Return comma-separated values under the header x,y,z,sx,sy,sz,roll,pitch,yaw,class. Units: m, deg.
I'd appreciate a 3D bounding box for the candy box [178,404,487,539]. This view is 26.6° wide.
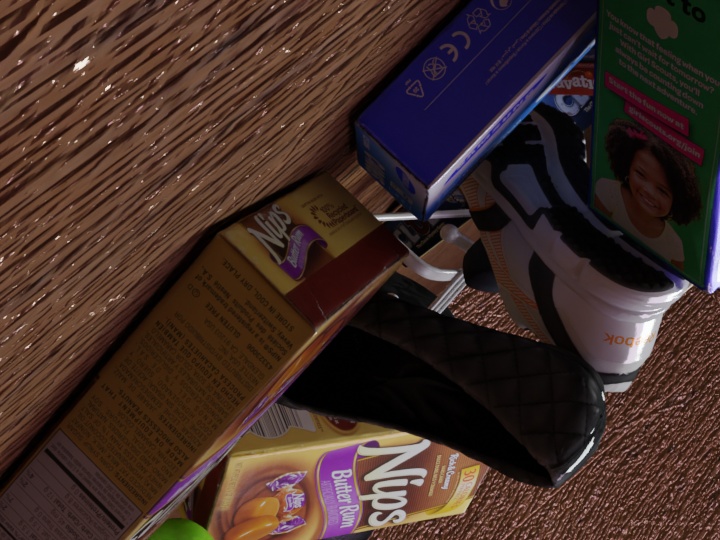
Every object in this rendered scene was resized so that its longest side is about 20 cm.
x,y,z,sx,sy,sz,roll,pitch,yaw,class
-0.011,0.121,0.996,0.200,0.057,0.117,-7,141,-25,candy box

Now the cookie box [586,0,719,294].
x,y,z,sx,sy,sz,roll,pitch,yaw,class
0.172,-0.118,0.595,0.171,0.075,0.200,-36,144,-23,cookie box

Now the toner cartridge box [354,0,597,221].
x,y,z,sx,sy,sz,roll,pitch,yaw,class
0.081,-0.111,0.644,0.200,0.043,0.095,-46,174,-3,toner cartridge box

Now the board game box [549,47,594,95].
x,y,z,sx,sy,sz,roll,pitch,yaw,class
0.185,-0.124,0.832,0.200,0.019,0.103,6,-148,37,board game box

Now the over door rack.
x,y,z,sx,sy,sz,roll,pitch,yaw,class
0.000,0.000,0.835,0.200,0.067,0.148,-20,155,-49,over door rack

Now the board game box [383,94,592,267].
x,y,z,sx,sy,sz,roll,pitch,yaw,class
0.105,-0.086,0.983,0.135,0.035,0.200,-42,-178,-36,board game box

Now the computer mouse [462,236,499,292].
x,y,z,sx,sy,sz,roll,pitch,yaw,class
0.140,-0.046,0.820,0.200,0.034,0.059,-35,165,-6,computer mouse

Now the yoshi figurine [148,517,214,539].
x,y,z,sx,sy,sz,roll,pitch,yaw,class
-0.127,0.172,0.878,0.112,0.112,0.200,-49,178,-5,yoshi figurine

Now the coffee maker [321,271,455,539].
x,y,z,sx,sy,sz,roll,pitch,yaw,class
0.007,0.126,1.158,0.135,0.192,0.200,2,132,-54,coffee maker

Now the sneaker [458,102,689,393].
x,y,z,sx,sy,sz,roll,pitch,yaw,class
0.080,-0.019,0.716,0.074,0.200,0.080,-1,125,-19,sneaker

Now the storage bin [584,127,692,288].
x,y,z,sx,sy,sz,roll,pitch,yaw,class
0.190,-0.066,0.969,0.199,0.094,0.200,-42,-173,6,storage bin

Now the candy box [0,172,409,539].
x,y,z,sx,sy,sz,roll,pitch,yaw,class
-0.075,0.056,0.636,0.200,0.056,0.117,-46,177,25,candy box

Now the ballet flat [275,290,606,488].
x,y,z,sx,sy,sz,roll,pitch,yaw,class
0.011,0.048,0.674,0.057,0.200,0.067,-50,140,-46,ballet flat
